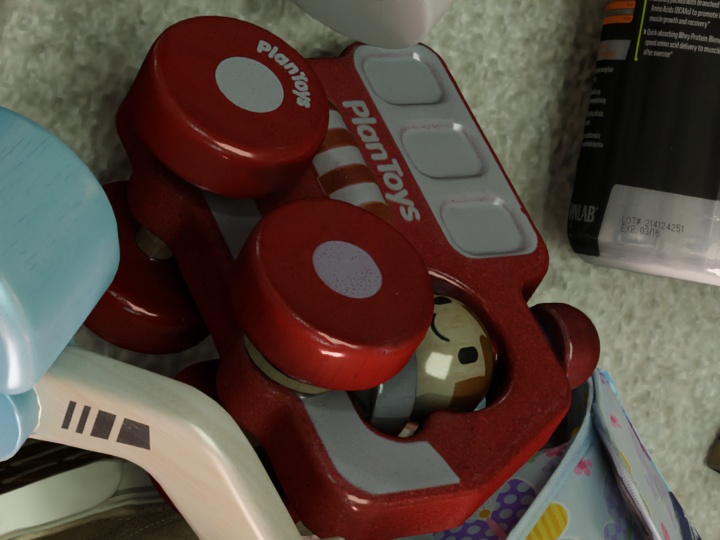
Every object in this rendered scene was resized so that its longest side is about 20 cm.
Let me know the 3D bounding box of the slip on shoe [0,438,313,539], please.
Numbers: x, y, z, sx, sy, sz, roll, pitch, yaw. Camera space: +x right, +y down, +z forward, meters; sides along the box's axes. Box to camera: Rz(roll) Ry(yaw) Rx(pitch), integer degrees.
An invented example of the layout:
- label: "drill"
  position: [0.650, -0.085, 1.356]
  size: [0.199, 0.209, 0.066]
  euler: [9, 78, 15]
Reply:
- label: "slip on shoe"
  position: [-0.090, 0.088, 0.952]
  size: [0.199, 0.076, 0.061]
  euler: [-17, 103, -34]

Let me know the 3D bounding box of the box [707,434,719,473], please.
- label: "box"
  position: [0.237, 0.017, 1.143]
  size: [0.121, 0.032, 0.201]
  euler: [27, 81, -28]

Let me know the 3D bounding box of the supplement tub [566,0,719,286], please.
- label: "supplement tub"
  position: [0.155, -0.092, 1.034]
  size: [0.122, 0.122, 0.201]
  euler: [10, 92, -29]

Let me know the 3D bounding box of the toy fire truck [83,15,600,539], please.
- label: "toy fire truck"
  position: [0.000, 0.000, 0.932]
  size: [0.167, 0.112, 0.200]
  euler: [-7, 54, -34]

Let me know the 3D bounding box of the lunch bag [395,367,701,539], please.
- label: "lunch bag"
  position: [0.074, 0.144, 1.010]
  size: [0.200, 0.127, 0.170]
  euler: [-47, 118, -43]

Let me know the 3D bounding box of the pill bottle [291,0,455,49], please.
- label: "pill bottle"
  position: [0.043, -0.179, 0.956]
  size: [0.113, 0.113, 0.200]
  euler: [46, 66, -24]

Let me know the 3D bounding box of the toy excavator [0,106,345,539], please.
- label: "toy excavator"
  position: [-0.102, 0.026, 0.806]
  size: [0.100, 0.199, 0.195]
  euler: [-55, 152, -49]
